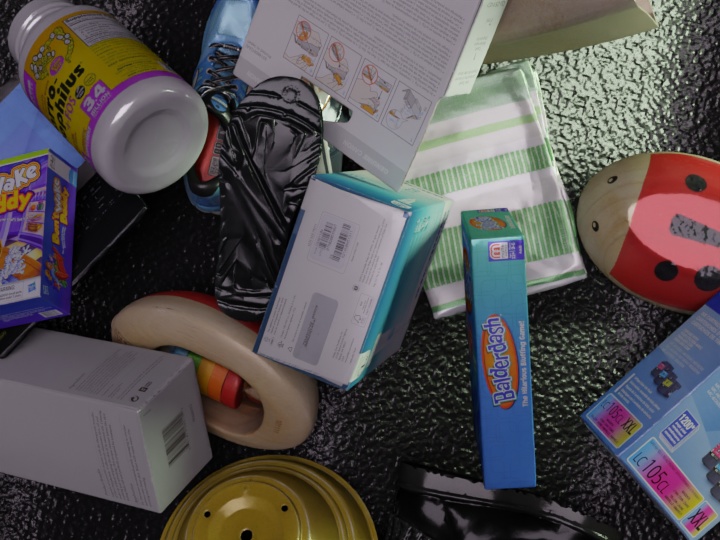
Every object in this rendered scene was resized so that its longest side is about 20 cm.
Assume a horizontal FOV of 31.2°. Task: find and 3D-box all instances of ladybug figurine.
[{"bbox_3d":[-0.121,0.077,1.108,0.199,0.136,0.072,27,47,9],"label":"ladybug figurine"},{"bbox_3d":[0.285,-0.032,1.106,0.199,0.072,0.136,16,91,3],"label":"ladybug figurine"}]

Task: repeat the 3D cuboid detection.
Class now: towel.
[{"bbox_3d":[0.106,-0.070,1.142,0.152,0.023,0.201,-16,89,4],"label":"towel"}]

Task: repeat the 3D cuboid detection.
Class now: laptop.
[{"bbox_3d":[-0.302,-0.054,1.122,0.177,0.200,0.103,-46,123,1],"label":"laptop"}]

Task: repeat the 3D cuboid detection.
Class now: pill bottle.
[{"bbox_3d":[-0.221,-0.156,1.089,0.104,0.104,0.200,-50,54,2],"label":"pill bottle"}]

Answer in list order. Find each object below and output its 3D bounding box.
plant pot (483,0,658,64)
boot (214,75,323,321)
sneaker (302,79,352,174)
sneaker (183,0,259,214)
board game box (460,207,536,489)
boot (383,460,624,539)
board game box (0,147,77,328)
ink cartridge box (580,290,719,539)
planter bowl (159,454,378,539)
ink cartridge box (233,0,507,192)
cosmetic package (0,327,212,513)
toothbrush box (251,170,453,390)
[{"bbox_3d":[0.120,-0.266,1.062,0.176,0.200,0.201,-21,89,18],"label":"plant pot"},{"bbox_3d":[-0.075,-0.069,1.069,0.076,0.168,0.201,10,104,-2],"label":"boot"},{"bbox_3d":[-0.024,-0.171,1.122,0.079,0.078,0.201,-9,97,-9],"label":"sneaker"},{"bbox_3d":[-0.113,-0.149,1.122,0.078,0.090,0.201,7,90,3],"label":"sneaker"},{"bbox_3d":[0.112,0.058,1.060,0.045,0.152,0.201,-3,100,3],"label":"board game box"},{"bbox_3d":[0.109,0.264,1.112,0.210,0.079,0.159,12,84,14],"label":"boot"},{"bbox_3d":[-0.338,-0.014,1.089,0.199,0.045,0.135,-12,65,19],"label":"board game box"},{"bbox_3d":[0.304,0.110,1.077,0.200,0.076,0.136,-43,120,1],"label":"ink cartridge box"},{"bbox_3d":[-0.088,0.234,1.080,0.199,0.084,0.201,-4,60,8],"label":"planter bowl"},{"bbox_3d":[0.003,-0.189,1.026,0.200,0.045,0.177,38,121,26],"label":"ink cartridge box"},{"bbox_3d":[-0.236,0.120,1.083,0.199,0.085,0.108,10,123,26],"label":"cosmetic package"},{"bbox_3d":[0.000,0.000,1.049,0.085,0.200,0.147,21,101,11],"label":"toothbrush box"}]
